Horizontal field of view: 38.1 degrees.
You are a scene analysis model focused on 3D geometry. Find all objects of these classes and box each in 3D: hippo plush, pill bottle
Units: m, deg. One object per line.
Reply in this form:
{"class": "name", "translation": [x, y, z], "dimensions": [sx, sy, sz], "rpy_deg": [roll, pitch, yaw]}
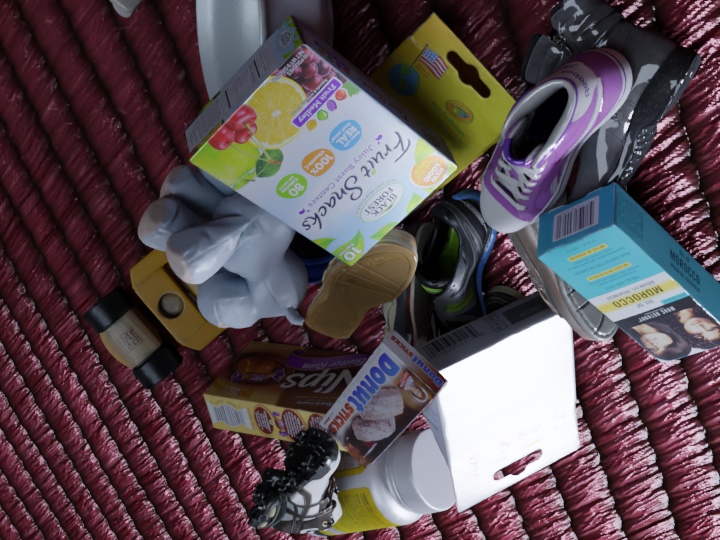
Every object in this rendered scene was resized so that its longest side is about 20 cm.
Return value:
{"class": "hippo plush", "translation": [-0.118, -0.029, 1.092], "dimensions": [0.199, 0.160, 0.161], "rpy_deg": [-21, 138, -5]}
{"class": "pill bottle", "translation": [0.014, 0.252, 1.251], "dimensions": [0.200, 0.114, 0.115], "rpy_deg": [-19, 110, 39]}

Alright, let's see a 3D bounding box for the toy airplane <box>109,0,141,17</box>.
{"class": "toy airplane", "translation": [-0.279, -0.340, 1.019], "dimensions": [0.199, 0.142, 0.199], "rpy_deg": [2, 160, 19]}

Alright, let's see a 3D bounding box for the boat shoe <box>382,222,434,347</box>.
{"class": "boat shoe", "translation": [0.050, 0.035, 1.113], "dimensions": [0.062, 0.071, 0.201], "rpy_deg": [19, 128, 29]}

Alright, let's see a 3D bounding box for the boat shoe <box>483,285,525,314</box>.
{"class": "boat shoe", "translation": [0.129, 0.105, 1.114], "dimensions": [0.073, 0.065, 0.200], "rpy_deg": [26, 130, 15]}

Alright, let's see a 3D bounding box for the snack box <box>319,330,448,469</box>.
{"class": "snack box", "translation": [0.019, 0.133, 1.043], "dimensions": [0.072, 0.024, 0.200], "rpy_deg": [43, 144, 8]}

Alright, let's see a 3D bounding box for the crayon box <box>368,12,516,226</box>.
{"class": "crayon box", "translation": [0.058, -0.145, 0.993], "dimensions": [0.127, 0.051, 0.200], "rpy_deg": [46, 133, -6]}

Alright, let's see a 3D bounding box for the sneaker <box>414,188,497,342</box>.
{"class": "sneaker", "translation": [0.085, 0.016, 1.045], "dimensions": [0.071, 0.082, 0.200], "rpy_deg": [30, 124, 45]}

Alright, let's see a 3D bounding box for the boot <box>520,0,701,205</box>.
{"class": "boot", "translation": [0.195, -0.141, 0.916], "dimensions": [0.131, 0.070, 0.200], "rpy_deg": [35, 126, 14]}

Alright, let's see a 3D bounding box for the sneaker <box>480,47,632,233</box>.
{"class": "sneaker", "translation": [0.134, -0.095, 0.871], "dimensions": [0.073, 0.114, 0.201], "rpy_deg": [42, 135, 15]}

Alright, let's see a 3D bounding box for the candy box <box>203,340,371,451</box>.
{"class": "candy box", "translation": [-0.068, 0.144, 1.224], "dimensions": [0.199, 0.117, 0.057], "rpy_deg": [4, 123, 29]}

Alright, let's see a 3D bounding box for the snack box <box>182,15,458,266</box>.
{"class": "snack box", "translation": [-0.032, -0.106, 0.911], "dimensions": [0.142, 0.053, 0.200], "rpy_deg": [-41, 130, 20]}

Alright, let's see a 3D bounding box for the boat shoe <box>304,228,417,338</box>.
{"class": "boat shoe", "translation": [0.000, 0.000, 1.060], "dimensions": [0.074, 0.069, 0.200], "rpy_deg": [25, 146, -16]}

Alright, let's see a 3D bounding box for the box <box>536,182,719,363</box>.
{"class": "box", "translation": [0.250, 0.007, 0.934], "dimensions": [0.200, 0.049, 0.082], "rpy_deg": [36, 137, -30]}

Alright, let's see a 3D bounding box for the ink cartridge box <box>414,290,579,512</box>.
{"class": "ink cartridge box", "translation": [0.143, 0.134, 1.072], "dimensions": [0.057, 0.162, 0.201], "rpy_deg": [49, 157, 47]}

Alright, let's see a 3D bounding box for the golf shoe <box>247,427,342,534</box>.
{"class": "golf shoe", "translation": [-0.052, 0.241, 1.171], "dimensions": [0.094, 0.078, 0.200], "rpy_deg": [24, 143, -13]}

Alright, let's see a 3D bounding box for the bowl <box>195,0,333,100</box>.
{"class": "bowl", "translation": [-0.083, -0.227, 0.966], "dimensions": [0.201, 0.090, 0.202], "rpy_deg": [173, 90, -68]}

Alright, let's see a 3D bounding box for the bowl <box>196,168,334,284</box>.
{"class": "bowl", "translation": [-0.083, -0.079, 1.130], "dimensions": [0.200, 0.039, 0.201], "rpy_deg": [16, 127, 21]}

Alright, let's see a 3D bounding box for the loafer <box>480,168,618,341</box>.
{"class": "loafer", "translation": [0.182, -0.022, 1.003], "dimensions": [0.063, 0.072, 0.200], "rpy_deg": [-14, 107, 55]}

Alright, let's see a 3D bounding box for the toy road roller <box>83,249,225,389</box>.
{"class": "toy road roller", "translation": [-0.226, 0.035, 1.260], "dimensions": [0.200, 0.146, 0.123], "rpy_deg": [-39, 99, 4]}
